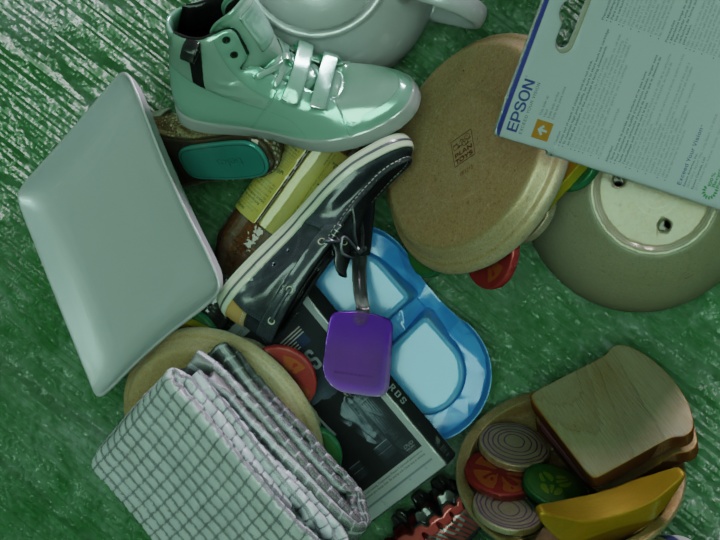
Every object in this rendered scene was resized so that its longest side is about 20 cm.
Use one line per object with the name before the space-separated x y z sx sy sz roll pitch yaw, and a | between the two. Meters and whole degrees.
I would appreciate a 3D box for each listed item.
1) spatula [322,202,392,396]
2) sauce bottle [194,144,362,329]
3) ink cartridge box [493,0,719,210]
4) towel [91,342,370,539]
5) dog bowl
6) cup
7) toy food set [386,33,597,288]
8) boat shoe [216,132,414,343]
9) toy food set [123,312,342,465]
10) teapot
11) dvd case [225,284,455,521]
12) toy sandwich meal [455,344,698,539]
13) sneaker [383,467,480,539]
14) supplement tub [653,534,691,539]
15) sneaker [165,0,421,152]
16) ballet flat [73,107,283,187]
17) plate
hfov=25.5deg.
spatula | 0.000 0.000 1.284 0.056 0.021 0.202 7 69 -15
sauce bottle | -0.078 -0.042 1.332 0.066 0.066 0.201 38 96 3
ink cartridge box | 0.209 -0.162 1.123 0.198 0.041 0.201 16 105 -17
towel | -0.102 0.172 1.256 0.200 0.085 0.166 47 133 6
dog bowl | 0.025 0.051 1.334 0.111 0.050 0.200 -42 89 6
cup | 0.226 -0.063 1.263 0.198 0.143 0.203 0 93 6
toy food set | 0.095 -0.086 1.244 0.200 0.048 0.199 -46 44 25
boat shoe | -0.025 -0.025 1.243 0.062 0.075 0.200 44 88 11
toy food set | -0.108 0.132 1.321 0.199 0.049 0.199 28 123 15
teapot | -0.027 -0.241 1.278 0.199 0.146 0.199 -27 90 5
dvd case | -0.035 0.115 1.321 0.200 0.025 0.150 49 125 1
toy sandwich meal | 0.173 0.143 1.263 0.203 0.206 0.071 -1 130 5
sneaker | 0.054 0.251 1.330 0.098 0.071 0.200 44 92 -5
supplement tub | 0.176 0.289 1.261 0.198 0.144 0.146 -3 92 -11
sneaker | -0.055 -0.156 1.217 0.198 0.119 0.074 2 54 8
ballet flat | -0.147 -0.106 1.334 0.198 0.066 0.071 1 133 25
plate | -0.193 -0.027 1.301 0.199 0.032 0.202 -39 70 42
